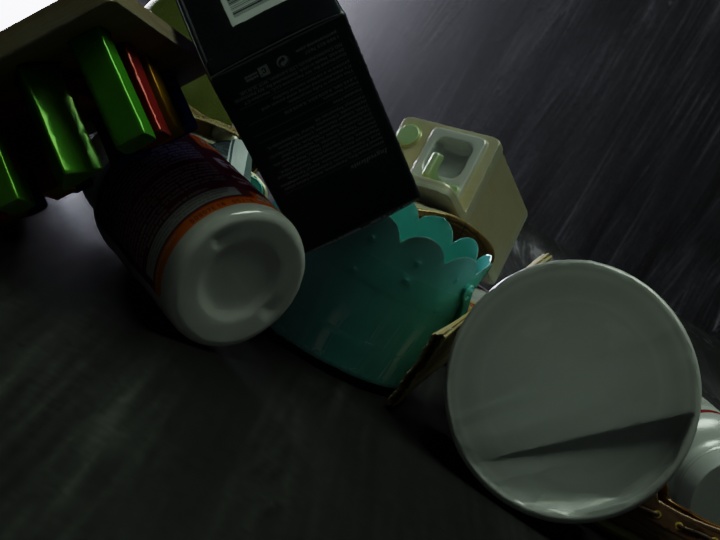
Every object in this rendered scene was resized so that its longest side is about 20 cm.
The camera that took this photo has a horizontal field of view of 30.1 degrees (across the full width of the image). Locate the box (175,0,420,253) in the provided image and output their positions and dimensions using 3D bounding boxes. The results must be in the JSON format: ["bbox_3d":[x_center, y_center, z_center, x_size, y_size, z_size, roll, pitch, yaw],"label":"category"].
[{"bbox_3d":[-0.048,-0.138,1.004,0.200,0.104,0.148,64,1,-47],"label":"box"}]

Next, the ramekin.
[{"bbox_3d":[0.168,0.098,1.072,0.202,0.203,0.094,33,-2,12],"label":"ramekin"}]

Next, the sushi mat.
[{"bbox_3d":[0.096,0.048,1.150,0.012,0.096,0.200,42,37,13],"label":"sushi mat"}]

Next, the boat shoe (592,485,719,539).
[{"bbox_3d":[0.233,0.194,1.130,0.200,0.068,0.072,36,11,24],"label":"boat shoe"}]

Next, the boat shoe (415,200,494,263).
[{"bbox_3d":[0.052,-0.047,1.415,0.199,0.074,0.069,23,16,-26],"label":"boat shoe"}]

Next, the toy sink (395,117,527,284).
[{"bbox_3d":[0.093,-0.093,1.512,0.130,0.112,0.200,16,-22,30],"label":"toy sink"}]

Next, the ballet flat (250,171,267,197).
[{"bbox_3d":[-0.185,-0.107,1.385,0.200,0.070,0.069,34,10,2],"label":"ballet flat"}]

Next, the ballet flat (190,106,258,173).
[{"bbox_3d":[-0.187,-0.145,1.465,0.199,0.071,0.065,11,18,-39],"label":"ballet flat"}]

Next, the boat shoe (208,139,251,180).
[{"bbox_3d":[-0.155,-0.066,1.267,0.090,0.071,0.201,2,28,0],"label":"boat shoe"}]

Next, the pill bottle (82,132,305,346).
[{"bbox_3d":[-0.136,-0.039,1.029,0.114,0.114,0.200,22,15,-42],"label":"pill bottle"}]

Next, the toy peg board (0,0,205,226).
[{"bbox_3d":[-0.208,-0.089,0.931,0.098,0.199,0.199,66,9,9],"label":"toy peg board"}]

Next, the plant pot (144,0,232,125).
[{"bbox_3d":[-0.205,-0.246,1.558,0.187,0.201,0.187,30,11,-6],"label":"plant pot"}]

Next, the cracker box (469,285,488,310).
[{"bbox_3d":[0.114,0.054,1.464,0.134,0.058,0.200,35,12,32],"label":"cracker box"}]

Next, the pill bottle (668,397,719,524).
[{"bbox_3d":[0.307,0.172,1.321,0.112,0.113,0.200,26,12,-28],"label":"pill bottle"}]

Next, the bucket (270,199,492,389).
[{"bbox_3d":[0.000,0.000,1.165,0.206,0.135,0.207,29,10,-6],"label":"bucket"}]
